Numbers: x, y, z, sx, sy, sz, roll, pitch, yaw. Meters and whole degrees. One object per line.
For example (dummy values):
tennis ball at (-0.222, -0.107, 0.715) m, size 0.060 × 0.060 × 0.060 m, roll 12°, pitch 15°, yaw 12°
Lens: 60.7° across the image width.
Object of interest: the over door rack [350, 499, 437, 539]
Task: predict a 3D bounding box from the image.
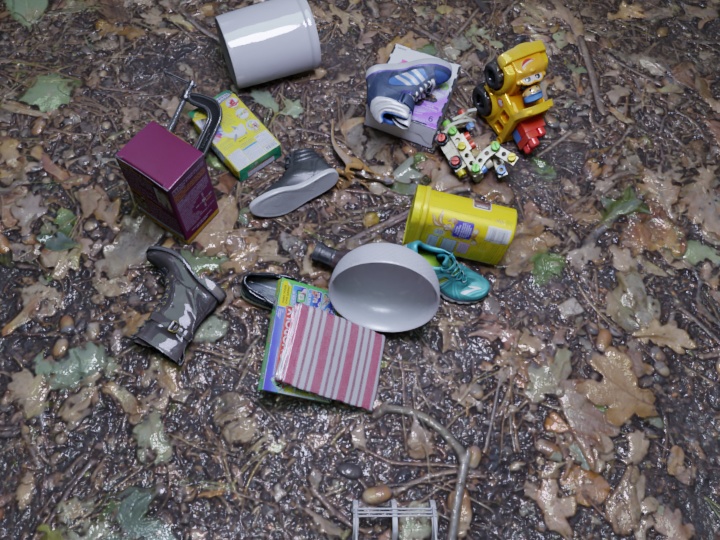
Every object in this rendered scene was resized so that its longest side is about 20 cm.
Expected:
over door rack at (0.057, 0.466, 0.971) m, size 0.146 × 0.067 × 0.201 m, roll 1°, pitch 43°, yaw -4°

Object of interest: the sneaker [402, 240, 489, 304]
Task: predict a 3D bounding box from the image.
sneaker at (0.167, 0.004, 1.197) m, size 0.198 × 0.080 × 0.078 m, roll 25°, pitch 66°, yaw -10°

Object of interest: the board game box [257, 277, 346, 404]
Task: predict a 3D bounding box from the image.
board game box at (-0.102, 0.128, 1.111) m, size 0.133 × 0.029 × 0.203 m, roll 17°, pitch 70°, yaw -25°

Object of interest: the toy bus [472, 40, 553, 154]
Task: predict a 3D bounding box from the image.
toy bus at (0.351, -0.363, 1.338) m, size 0.134 × 0.200 × 0.194 m, roll -21°, pitch 75°, yaw -13°

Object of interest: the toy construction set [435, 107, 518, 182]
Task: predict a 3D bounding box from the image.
toy construction set at (0.242, -0.276, 1.340) m, size 0.130 × 0.092 × 0.202 m, roll -30°, pitch 59°, yaw 9°

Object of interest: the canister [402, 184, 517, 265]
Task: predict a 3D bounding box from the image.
canister at (0.193, -0.086, 1.215) m, size 0.197 × 0.149 × 0.088 m, roll 13°, pitch 64°, yaw 0°

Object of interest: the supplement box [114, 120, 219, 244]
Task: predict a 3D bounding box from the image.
supplement box at (-0.365, -0.164, 1.183) m, size 0.130 × 0.201 × 0.104 m, roll 33°, pitch 66°, yaw 11°

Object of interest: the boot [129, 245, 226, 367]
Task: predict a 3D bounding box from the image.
boot at (-0.366, 0.063, 1.146) m, size 0.199 × 0.069 × 0.175 m, roll 33°, pitch 66°, yaw 9°

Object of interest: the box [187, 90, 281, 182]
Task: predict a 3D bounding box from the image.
box at (-0.277, -0.299, 1.341) m, size 0.117 × 0.048 × 0.200 m, roll -36°, pitch 74°, yaw -18°

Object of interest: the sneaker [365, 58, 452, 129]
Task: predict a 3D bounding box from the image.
sneaker at (0.111, -0.365, 1.310) m, size 0.197 × 0.081 × 0.148 m, roll -6°, pitch 74°, yaw -10°

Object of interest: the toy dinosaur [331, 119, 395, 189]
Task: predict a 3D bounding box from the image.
toy dinosaur at (-0.019, -0.228, 1.328) m, size 0.199 × 0.061 × 0.106 m, roll 38°, pitch 47°, yaw 5°

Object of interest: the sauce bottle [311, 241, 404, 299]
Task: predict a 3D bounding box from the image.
sauce bottle at (0.000, 0.000, 1.206) m, size 0.198 × 0.066 × 0.067 m, roll 20°, pitch 64°, yaw 8°

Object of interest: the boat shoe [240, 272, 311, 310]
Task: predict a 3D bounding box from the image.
boat shoe at (-0.135, 0.045, 1.171) m, size 0.197 × 0.066 × 0.075 m, roll 20°, pitch 63°, yaw 5°

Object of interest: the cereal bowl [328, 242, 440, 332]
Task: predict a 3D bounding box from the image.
cereal bowl at (0.045, 0.020, 1.102) m, size 0.197 × 0.201 × 0.084 m, roll 9°, pitch 50°, yaw 0°

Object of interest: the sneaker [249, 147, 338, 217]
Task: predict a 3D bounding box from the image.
sneaker at (-0.153, -0.186, 1.287) m, size 0.198 × 0.071 × 0.100 m, roll -27°, pitch 59°, yaw -13°

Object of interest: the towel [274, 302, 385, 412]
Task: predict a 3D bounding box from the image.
towel at (-0.049, 0.157, 1.103) m, size 0.198 × 0.030 × 0.148 m, roll 24°, pitch 66°, yaw -24°

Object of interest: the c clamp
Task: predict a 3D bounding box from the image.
c clamp at (-0.380, -0.313, 1.319) m, size 0.169 × 0.027 × 0.202 m, roll 18°, pitch 86°, yaw 13°

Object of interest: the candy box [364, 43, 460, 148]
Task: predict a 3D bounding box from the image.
candy box at (0.120, -0.401, 1.403) m, size 0.166 × 0.072 × 0.202 m, roll 20°, pitch 65°, yaw 6°

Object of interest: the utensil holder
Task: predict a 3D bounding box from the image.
utensil holder at (-0.208, -0.514, 1.385) m, size 0.198 × 0.170 × 0.171 m, roll -20°, pitch 67°, yaw -10°
